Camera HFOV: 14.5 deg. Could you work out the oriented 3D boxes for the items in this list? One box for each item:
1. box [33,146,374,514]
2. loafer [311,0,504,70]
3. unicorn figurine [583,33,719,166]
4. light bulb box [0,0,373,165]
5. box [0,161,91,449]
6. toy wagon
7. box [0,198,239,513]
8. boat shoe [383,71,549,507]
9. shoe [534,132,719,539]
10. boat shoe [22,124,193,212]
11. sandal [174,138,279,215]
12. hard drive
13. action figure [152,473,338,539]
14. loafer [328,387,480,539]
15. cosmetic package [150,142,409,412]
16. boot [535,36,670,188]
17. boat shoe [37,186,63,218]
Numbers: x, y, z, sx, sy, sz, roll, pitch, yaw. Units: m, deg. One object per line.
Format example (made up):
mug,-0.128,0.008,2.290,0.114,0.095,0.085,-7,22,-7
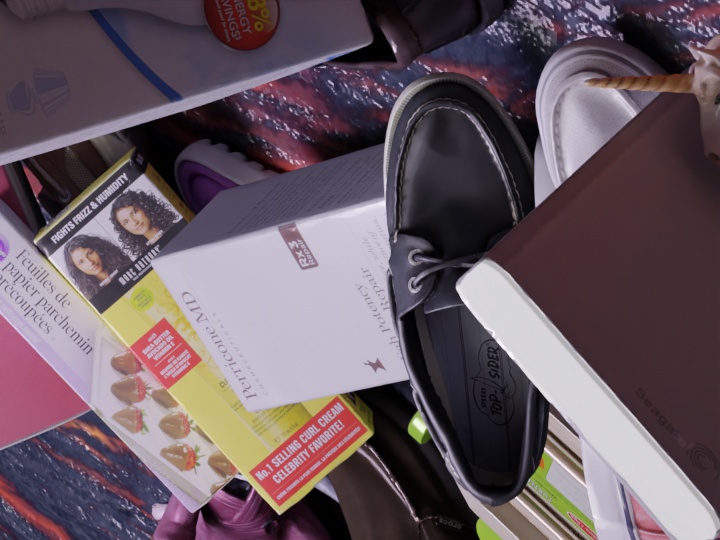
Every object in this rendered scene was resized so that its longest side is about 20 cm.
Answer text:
box,-0.083,0.032,1.529,0.200,0.075,0.050,50,-174,-9
loafer,-0.017,-0.125,1.305,0.200,0.063,0.072,8,134,55
unicorn figurine,0.204,-0.031,1.086,0.199,0.074,0.138,-1,117,41
light bulb box,-0.128,-0.157,1.223,0.125,0.199,0.199,-9,100,60
box,-0.230,-0.008,1.602,0.128,0.109,0.201,-123,10,-76
toy wagon,0.093,0.117,1.495,0.155,0.040,0.200,43,155,14
box,-0.144,0.046,1.541,0.200,0.039,0.041,48,-178,-16
boat shoe,0.049,0.014,1.267,0.066,0.074,0.200,-82,-10,-70
shoe,0.138,0.027,1.273,0.091,0.071,0.201,-9,101,17
boat shoe,-0.126,-0.017,1.594,0.200,0.072,0.076,58,-171,-2
sandal,-0.037,-0.008,1.515,0.202,0.050,0.083,26,147,44
hard drive,0.130,0.007,1.101,0.132,0.200,0.026,49,129,0
action figure,-0.065,0.136,1.731,0.200,0.133,0.149,78,169,-53
loafer,0.025,0.142,1.601,0.200,0.071,0.073,47,155,5
cosmetic package,0.000,0.000,1.392,0.200,0.074,0.102,-16,113,45
boot,0.122,0.003,1.178,0.073,0.096,0.201,-23,99,23
boat shoe,-0.120,0.023,1.652,0.202,0.086,0.075,55,154,-13
